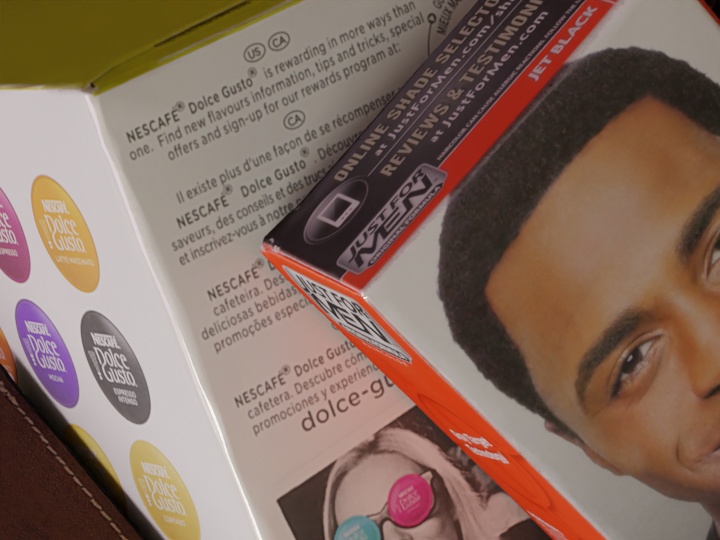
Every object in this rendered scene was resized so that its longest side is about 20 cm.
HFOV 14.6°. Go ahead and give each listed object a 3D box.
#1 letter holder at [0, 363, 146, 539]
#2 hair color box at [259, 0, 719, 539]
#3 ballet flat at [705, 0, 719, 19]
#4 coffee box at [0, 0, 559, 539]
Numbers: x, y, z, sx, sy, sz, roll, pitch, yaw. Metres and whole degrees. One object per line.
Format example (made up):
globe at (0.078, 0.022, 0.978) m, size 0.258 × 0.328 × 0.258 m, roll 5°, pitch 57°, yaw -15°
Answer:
letter holder at (-0.090, 0.148, 0.672) m, size 0.200 × 0.142 × 0.101 m, roll 46°, pitch 152°, yaw 28°
hair color box at (0.083, 0.027, 0.650) m, size 0.200 × 0.102 × 0.061 m, roll 44°, pitch 172°, yaw -25°
ballet flat at (0.140, -0.038, 0.611) m, size 0.200 × 0.072 × 0.072 m, roll 27°, pitch 138°, yaw 51°
coffee box at (0.000, 0.000, 0.759) m, size 0.200 × 0.200 × 0.198 m, roll 7°, pitch 121°, yaw 60°
